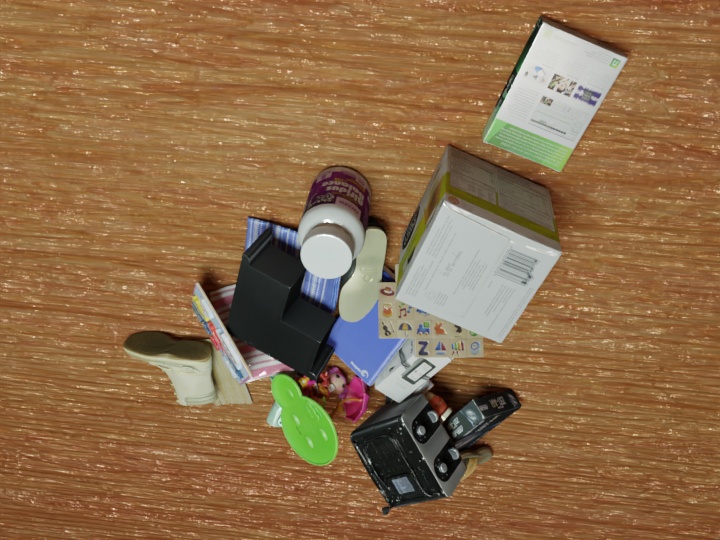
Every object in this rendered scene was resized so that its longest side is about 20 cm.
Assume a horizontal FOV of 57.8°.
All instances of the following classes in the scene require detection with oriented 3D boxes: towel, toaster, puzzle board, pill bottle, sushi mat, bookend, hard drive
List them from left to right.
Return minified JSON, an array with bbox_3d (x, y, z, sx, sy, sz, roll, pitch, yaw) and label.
[{"bbox_3d":[-0.273,0.128,1.257,0.202,0.017,0.151,58,158,4],"label":"puzzle board"},{"bbox_3d":[-0.309,0.226,1.441,0.094,0.012,0.203,-7,124,10],"label":"sushi mat"},{"bbox_3d":[-0.207,0.119,1.306,0.144,0.030,0.203,-16,102,14],"label":"towel"},{"bbox_3d":[-0.125,0.064,1.178,0.196,0.092,0.202,27,130,7],"label":"bookend"},{"bbox_3d":[-0.129,-0.006,1.219,0.197,0.024,0.147,18,119,10],"label":"towel"},{"bbox_3d":[-0.043,-0.079,1.080,0.110,0.201,0.114,3,126,4],"label":"pill bottle"},{"bbox_3d":[0.028,0.104,1.253,0.132,0.025,0.201,41,113,14],"label":"hard drive"},{"bbox_3d":[0.090,0.361,1.291,0.199,0.118,0.183,-31,90,43],"label":"toaster"}]

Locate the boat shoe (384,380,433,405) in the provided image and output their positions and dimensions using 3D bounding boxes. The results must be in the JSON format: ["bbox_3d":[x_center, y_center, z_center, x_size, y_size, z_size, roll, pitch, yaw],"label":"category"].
[{"bbox_3d":[0.085,0.275,1.403,0.068,0.071,0.201,46,139,14],"label":"boat shoe"}]

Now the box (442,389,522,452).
[{"bbox_3d":[0.226,0.333,1.382,0.159,0.044,0.200,0,140,-49],"label":"box"}]

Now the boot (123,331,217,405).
[{"bbox_3d":[-0.406,0.214,1.404,0.196,0.073,0.157,9,130,10],"label":"boot"}]

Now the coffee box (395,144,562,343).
[{"bbox_3d":[0.187,-0.047,1.079,0.197,0.199,0.201,21,126,-7],"label":"coffee box"}]

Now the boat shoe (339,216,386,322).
[{"bbox_3d":[0.003,0.000,1.204,0.072,0.063,0.204,6,117,-14],"label":"boat shoe"}]

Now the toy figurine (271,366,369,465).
[{"bbox_3d":[-0.066,0.268,1.358,0.150,0.183,0.202,-38,83,41],"label":"toy figurine"}]

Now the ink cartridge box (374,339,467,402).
[{"bbox_3d":[0.116,0.152,1.277,0.067,0.117,0.200,34,122,-18],"label":"ink cartridge box"}]

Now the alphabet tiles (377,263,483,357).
[{"bbox_3d":[0.128,0.073,1.190,0.196,0.171,0.008,1,170,-11],"label":"alphabet tiles"}]

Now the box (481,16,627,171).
[{"bbox_3d":[0.295,-0.267,1.013,0.142,0.037,0.202,19,124,-7],"label":"box"}]

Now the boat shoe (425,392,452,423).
[{"bbox_3d":[0.138,0.311,1.386,0.062,0.071,0.201,39,154,11],"label":"boat shoe"}]

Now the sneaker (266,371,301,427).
[{"bbox_3d":[-0.172,0.266,1.387,0.118,0.074,0.201,-47,117,-10],"label":"sneaker"}]

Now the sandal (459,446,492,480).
[{"bbox_3d":[0.228,0.437,1.450,0.198,0.055,0.080,3,145,-40],"label":"sandal"}]
